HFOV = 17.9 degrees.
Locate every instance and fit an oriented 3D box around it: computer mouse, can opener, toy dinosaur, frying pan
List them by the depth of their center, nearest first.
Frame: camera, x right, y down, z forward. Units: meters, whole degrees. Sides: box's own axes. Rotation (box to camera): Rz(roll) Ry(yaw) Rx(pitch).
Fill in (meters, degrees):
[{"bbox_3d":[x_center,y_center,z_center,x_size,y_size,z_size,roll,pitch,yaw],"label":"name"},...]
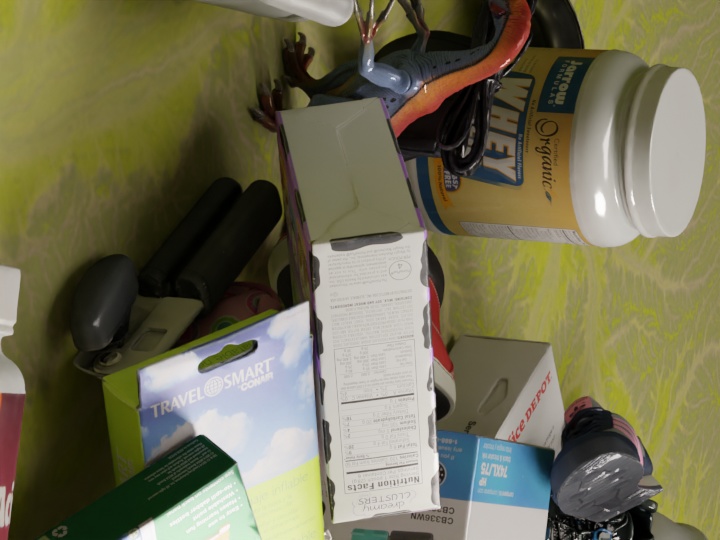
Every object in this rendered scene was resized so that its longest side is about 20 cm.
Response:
[{"bbox_3d":[-0.110,-0.006,1.362,0.200,0.053,0.067,-56,142,-46],"label":"can opener"},{"bbox_3d":[0.030,-0.122,1.477,0.105,0.181,0.201,-53,140,-47],"label":"toy dinosaur"},{"bbox_3d":[0.042,-0.127,1.548,0.053,0.200,0.139,23,79,-20],"label":"computer mouse"},{"bbox_3d":[0.118,-0.169,1.790,0.031,0.190,0.115,-26,77,-29],"label":"frying pan"}]

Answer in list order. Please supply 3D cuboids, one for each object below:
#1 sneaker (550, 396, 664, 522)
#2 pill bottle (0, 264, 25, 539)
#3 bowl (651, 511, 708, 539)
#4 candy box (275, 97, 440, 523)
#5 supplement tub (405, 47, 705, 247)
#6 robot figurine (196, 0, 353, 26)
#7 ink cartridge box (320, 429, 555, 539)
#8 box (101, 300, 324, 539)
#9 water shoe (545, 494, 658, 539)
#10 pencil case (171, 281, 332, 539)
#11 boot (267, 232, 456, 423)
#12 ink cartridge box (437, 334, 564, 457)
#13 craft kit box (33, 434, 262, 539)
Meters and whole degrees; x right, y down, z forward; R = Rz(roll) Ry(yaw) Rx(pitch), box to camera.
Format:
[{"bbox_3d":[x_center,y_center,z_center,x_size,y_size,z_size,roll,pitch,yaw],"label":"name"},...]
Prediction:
[{"bbox_3d":[0.162,0.127,1.624,0.082,0.070,0.200,65,6,17],"label":"sneaker"},{"bbox_3d":[-0.221,0.093,1.091,0.114,0.114,0.201,11,85,-63],"label":"pill bottle"},{"bbox_3d":[0.189,0.264,1.897,0.090,0.201,0.201,43,49,-17],"label":"bowl"},{"bbox_3d":[-0.002,0.023,1.391,0.168,0.071,0.201,-106,-170,-58],"label":"candy box"},{"bbox_3d":[0.141,-0.092,1.682,0.145,0.199,0.146,-16,109,-62],"label":"supplement tub"},{"bbox_3d":[-0.065,-0.207,1.323,0.199,0.113,0.170,6,47,-49],"label":"robot figurine"},{"bbox_3d":[0.034,0.211,1.580,0.146,0.146,0.201,17,78,-63],"label":"ink cartridge box"},{"bbox_3d":[-0.082,0.115,1.322,0.122,0.048,0.201,-22,125,-30],"label":"box"},{"bbox_3d":[0.165,0.187,1.723,0.200,0.079,0.072,-5,99,-62],"label":"water shoe"},{"bbox_3d":[-0.070,0.109,1.425,0.087,0.087,0.201,-45,132,-52],"label":"pencil case"},{"bbox_3d":[0.000,0.000,1.578,0.200,0.072,0.145,48,31,-43],"label":"boot"},{"bbox_3d":[0.104,0.171,1.781,0.146,0.084,0.201,-54,141,-45],"label":"ink cartridge box"},{"bbox_3d":[-0.133,0.223,1.271,0.200,0.048,0.198,-32,130,-23],"label":"craft kit box"}]
